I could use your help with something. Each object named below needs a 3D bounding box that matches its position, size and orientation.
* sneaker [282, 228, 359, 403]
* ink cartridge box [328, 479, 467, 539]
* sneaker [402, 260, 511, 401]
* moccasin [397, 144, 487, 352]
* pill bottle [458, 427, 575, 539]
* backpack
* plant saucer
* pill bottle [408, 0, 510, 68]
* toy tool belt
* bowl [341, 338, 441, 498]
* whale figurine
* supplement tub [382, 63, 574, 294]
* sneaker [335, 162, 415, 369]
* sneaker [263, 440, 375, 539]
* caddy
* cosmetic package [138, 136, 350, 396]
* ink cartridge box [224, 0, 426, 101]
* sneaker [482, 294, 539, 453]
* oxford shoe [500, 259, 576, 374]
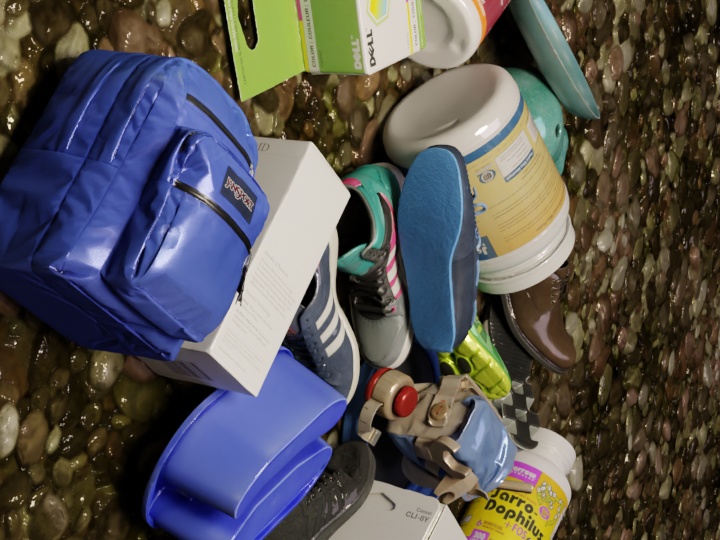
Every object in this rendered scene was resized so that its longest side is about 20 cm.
[{"bbox_3d":[-0.056,0.048,1.232,0.084,0.075,0.201,-41,126,-53],"label":"sneaker"},{"bbox_3d":[0.041,0.300,1.370,0.084,0.145,0.200,-58,139,-29],"label":"ink cartridge box"},{"bbox_3d":[0.102,0.053,1.405,0.200,0.074,0.084,56,44,-25],"label":"sneaker"},{"bbox_3d":[0.077,-0.025,1.306,0.068,0.080,0.201,-27,125,-52],"label":"moccasin"},{"bbox_3d":[0.180,0.282,1.607,0.200,0.104,0.105,-58,139,-32],"label":"pill bottle"},{"bbox_3d":[-0.152,-0.052,0.998,0.163,0.167,0.201,54,50,-54],"label":"backpack"},{"bbox_3d":[0.207,-0.251,1.522,0.200,0.027,0.201,54,18,-26],"label":"plant saucer"},{"bbox_3d":[0.106,-0.304,1.365,0.200,0.114,0.115,-56,138,-33],"label":"pill bottle"},{"bbox_3d":[0.095,0.164,1.353,0.125,0.122,0.200,-59,144,-12],"label":"toy tool belt"},{"bbox_3d":[0.047,0.159,1.443,0.200,0.039,0.202,-16,110,-54],"label":"bowl"},{"bbox_3d":[0.191,-0.148,1.531,0.200,0.103,0.160,22,79,-53],"label":"whale figurine"},{"bbox_3d":[0.124,-0.090,1.389,0.145,0.144,0.200,-55,128,-33],"label":"supplement tub"},{"bbox_3d":[0.000,0.000,1.298,0.121,0.083,0.201,-10,97,-60],"label":"sneaker"},{"bbox_3d":[-0.061,0.212,1.273,0.200,0.060,0.105,-50,138,-28],"label":"sneaker"},{"bbox_3d":[-0.102,0.150,1.162,0.200,0.105,0.142,-39,155,-45],"label":"caddy"},{"bbox_3d":[-0.103,-0.008,1.125,0.081,0.112,0.201,49,56,-49],"label":"cosmetic package"},{"bbox_3d":[-0.030,-0.242,1.212,0.200,0.075,0.149,-35,124,-49],"label":"ink cartridge box"},{"bbox_3d":[0.150,0.124,1.571,0.074,0.088,0.201,25,51,-29],"label":"sneaker"},{"bbox_3d":[0.203,0.027,1.549,0.201,0.084,0.073,62,34,-16],"label":"oxford shoe"}]
